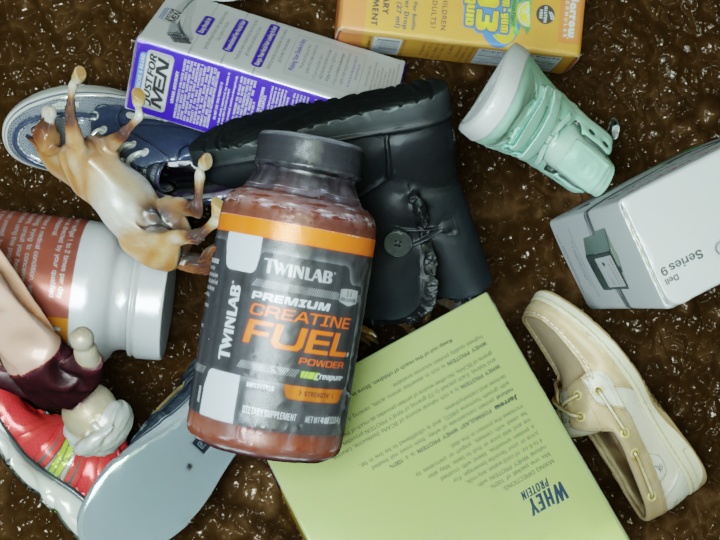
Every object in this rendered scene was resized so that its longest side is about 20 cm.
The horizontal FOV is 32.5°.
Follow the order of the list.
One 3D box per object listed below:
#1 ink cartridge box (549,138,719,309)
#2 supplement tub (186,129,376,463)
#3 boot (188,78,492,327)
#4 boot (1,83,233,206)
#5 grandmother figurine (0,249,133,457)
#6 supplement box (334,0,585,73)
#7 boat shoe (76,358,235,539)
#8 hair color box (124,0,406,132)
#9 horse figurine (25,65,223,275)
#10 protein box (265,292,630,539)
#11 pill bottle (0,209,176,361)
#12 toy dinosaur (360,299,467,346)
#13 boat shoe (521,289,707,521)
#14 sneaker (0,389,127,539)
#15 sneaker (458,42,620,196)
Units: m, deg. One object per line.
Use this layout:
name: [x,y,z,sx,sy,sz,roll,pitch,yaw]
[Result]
ink cartridge box: [0.241,-0.038,0.920,0.144,0.200,0.085,-27,91,-6]
supplement tub: [-0.048,0.015,0.800,0.105,0.107,0.204,9,91,-3]
boot: [-0.012,-0.036,0.894,0.197,0.077,0.171,-10,112,5]
boot: [-0.179,-0.093,0.944,0.196,0.091,0.074,-1,118,-4]
grandmother figurine: [-0.224,0.057,0.859,0.201,0.120,0.061,56,48,-33]
supplement box: [0.079,-0.206,0.996,0.196,0.069,0.068,5,86,-5]
boat shoe: [-0.133,0.131,0.929,0.200,0.091,0.071,-45,103,-14]
hair color box: [-0.070,-0.143,0.953,0.197,0.110,0.066,18,122,-3]
horse figurine: [-0.156,-0.058,0.874,0.200,0.133,0.050,42,49,-1]
protein box: [0.054,0.165,0.901,0.196,0.135,0.202,-28,73,-7]
pill bottle: [-0.242,0.014,0.928,0.196,0.112,0.114,7,84,-3]
toy dinosaur: [0.000,0.000,0.983,0.198,0.060,0.107,32,67,-10]
boat shoe: [0.187,0.108,0.969,0.069,0.074,0.201,-39,89,-12]
sneaker: [-0.221,0.137,0.945,0.085,0.077,0.200,-44,99,-17]
sneaker: [0.143,-0.105,0.921,0.118,0.200,0.074,37,106,6]
